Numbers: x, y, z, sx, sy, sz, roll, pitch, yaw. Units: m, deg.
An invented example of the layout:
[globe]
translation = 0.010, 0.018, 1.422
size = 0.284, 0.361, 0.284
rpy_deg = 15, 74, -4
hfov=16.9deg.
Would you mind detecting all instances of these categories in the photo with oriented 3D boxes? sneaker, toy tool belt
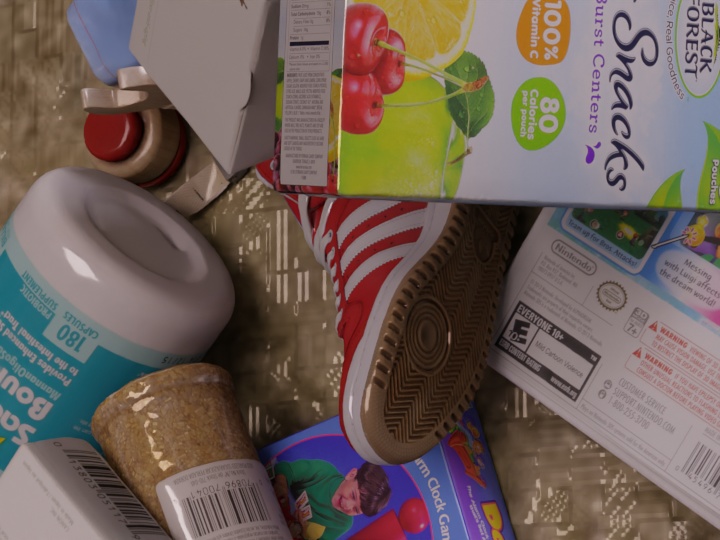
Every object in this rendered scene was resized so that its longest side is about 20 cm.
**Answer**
[sneaker]
translation = 0.000, 0.000, 1.065
size = 0.112, 0.071, 0.200
rpy_deg = -5, 50, 31
[toy tool belt]
translation = -0.079, -0.120, 1.126
size = 0.200, 0.123, 0.125
rpy_deg = -40, 64, 19

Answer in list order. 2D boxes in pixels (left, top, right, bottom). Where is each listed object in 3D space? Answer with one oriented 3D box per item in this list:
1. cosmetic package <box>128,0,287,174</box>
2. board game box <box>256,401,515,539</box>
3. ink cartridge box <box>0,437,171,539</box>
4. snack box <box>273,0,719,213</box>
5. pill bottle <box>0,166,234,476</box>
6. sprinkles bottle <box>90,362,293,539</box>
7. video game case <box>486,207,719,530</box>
[cosmetic package]
translation = 0.012, -0.130, 1.020
size = 0.085, 0.200, 0.108
rpy_deg = 52, 146, 26
[board game box]
translation = 0.010, 0.165, 1.070
size = 0.134, 0.045, 0.200
rpy_deg = -24, 70, 25
[ink cartridge box]
translation = -0.135, 0.197, 1.028
size = 0.163, 0.057, 0.200
rpy_deg = 45, 114, 31
[snack box]
translation = 0.065, -0.096, 0.951
size = 0.053, 0.200, 0.142
rpy_deg = 8, 95, 57
[pill bottle]
translation = -0.154, 0.057, 1.141
size = 0.111, 0.111, 0.200
rpy_deg = 48, 113, 28
[sprinkles bottle]
translation = -0.054, 0.140, 1.046
size = 0.068, 0.068, 0.200
rpy_deg = -32, 67, 22
[video game case]
translation = 0.160, 0.004, 1.014
size = 0.200, 0.024, 0.182
rpy_deg = 35, 100, 36
